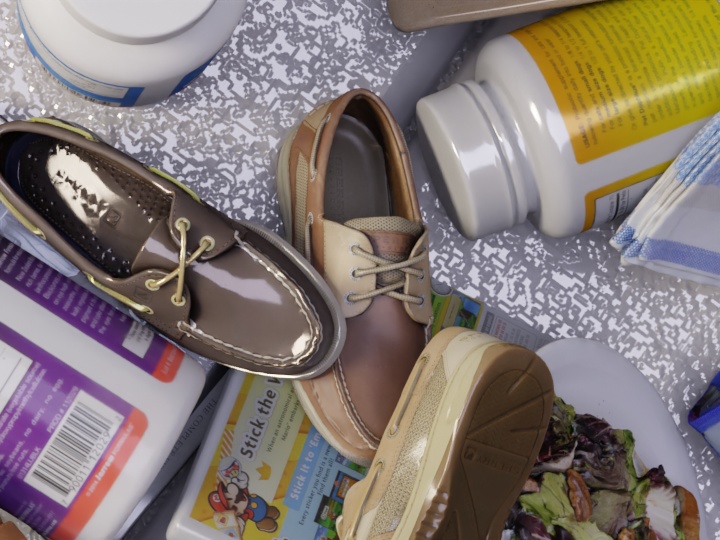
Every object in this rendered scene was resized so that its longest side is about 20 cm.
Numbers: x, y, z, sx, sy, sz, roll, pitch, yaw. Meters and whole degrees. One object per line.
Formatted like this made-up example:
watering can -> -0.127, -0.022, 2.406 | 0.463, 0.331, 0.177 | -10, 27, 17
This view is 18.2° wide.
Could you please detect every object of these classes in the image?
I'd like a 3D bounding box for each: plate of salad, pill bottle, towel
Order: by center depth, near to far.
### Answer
pill bottle -> -0.109, -0.141, 1.072 | 0.111, 0.200, 0.113 | 0, 89, -9
pill bottle -> -0.184, 0.041, 1.078 | 0.199, 0.111, 0.112 | 33, 84, -7
plate of salad -> 0.131, 0.131, 1.132 | 0.199, 0.048, 0.202 | 18, 66, -47
towel -> 0.232, -0.064, 1.134 | 0.146, 0.024, 0.200 | 14, 125, -43
pill bottle -> 0.133, -0.086, 1.156 | 0.199, 0.109, 0.110 | -21, 93, -9

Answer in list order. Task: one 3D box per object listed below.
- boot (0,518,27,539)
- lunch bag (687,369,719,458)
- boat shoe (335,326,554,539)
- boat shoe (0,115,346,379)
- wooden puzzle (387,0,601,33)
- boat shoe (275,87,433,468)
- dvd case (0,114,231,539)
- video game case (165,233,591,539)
boot -> -0.234, 0.158, 0.987 | 0.155, 0.077, 0.200 | 46, 53, -8
lunch bag -> 0.296, 0.070, 1.178 | 0.200, 0.124, 0.170 | -43, 96, 6
boat shoe -> 0.025, 0.124, 1.051 | 0.071, 0.064, 0.201 | 29, 85, -38
boat shoe -> -0.098, -0.011, 1.086 | 0.199, 0.059, 0.072 | 35, 95, 13
wooden puzzle -> 0.104, -0.221, 1.156 | 0.198, 0.046, 0.187 | -9, 75, 11
boat shoe -> 0.000, 0.000, 1.115 | 0.075, 0.072, 0.201 | -1, 64, -24
dvd case -> -0.166, 0.035, 1.150 | 0.200, 0.025, 0.151 | 41, 84, -6
video game case -> 0.016, 0.088, 1.130 | 0.181, 0.023, 0.201 | 26, 54, -8
